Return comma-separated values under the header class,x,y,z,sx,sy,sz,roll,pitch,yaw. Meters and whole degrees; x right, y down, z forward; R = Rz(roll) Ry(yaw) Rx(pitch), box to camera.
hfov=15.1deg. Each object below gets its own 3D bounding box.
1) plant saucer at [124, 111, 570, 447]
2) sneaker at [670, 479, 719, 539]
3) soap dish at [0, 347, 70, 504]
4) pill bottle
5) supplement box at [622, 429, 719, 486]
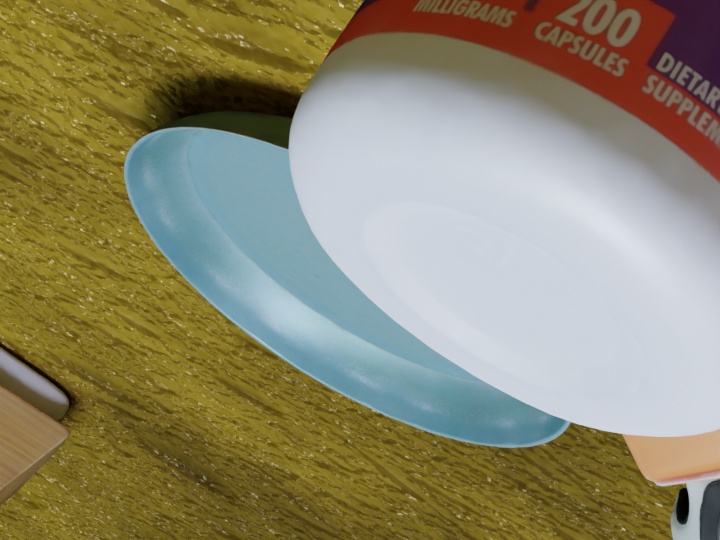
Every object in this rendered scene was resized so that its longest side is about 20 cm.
class,x,y,z,sx,sy,sz,roll,pitch,yaw
plant saucer,0.000,0.000,1.051,0.200,0.027,0.200,28,158,13
sneaker,0.159,0.116,1.053,0.080,0.074,0.200,55,169,19
soap dish,-0.262,0.064,1.455,0.200,0.081,0.157,34,158,-6
pill bottle,0.077,-0.072,0.570,0.112,0.200,0.112,27,157,12
supplement box,0.072,-0.047,0.705,0.069,0.067,0.200,-17,106,46
